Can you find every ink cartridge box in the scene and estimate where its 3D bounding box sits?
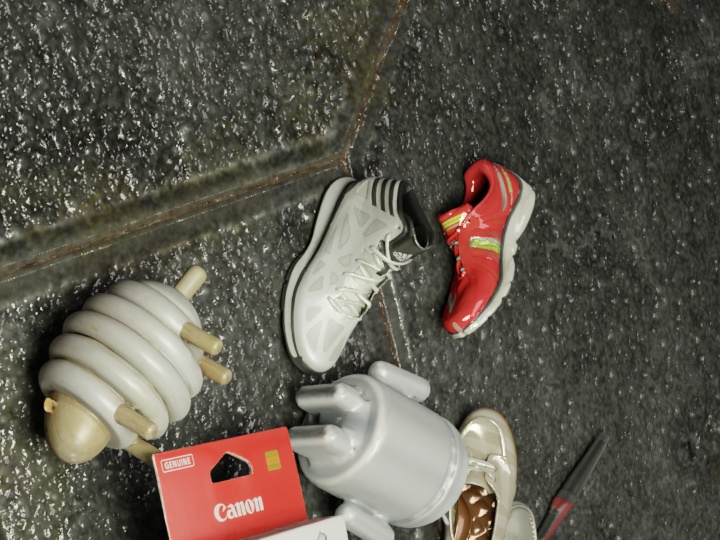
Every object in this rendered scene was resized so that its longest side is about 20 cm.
[{"bbox_3d":[-0.082,0.223,1.485,0.200,0.045,0.177,-5,84,-59],"label":"ink cartridge box"}]

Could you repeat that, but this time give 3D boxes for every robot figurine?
[{"bbox_3d":[0.022,0.169,1.676,0.200,0.113,0.170,33,66,-37],"label":"robot figurine"}]

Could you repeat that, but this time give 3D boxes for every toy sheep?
[{"bbox_3d":[-0.185,0.076,1.471,0.200,0.138,0.138,-51,120,-28],"label":"toy sheep"}]

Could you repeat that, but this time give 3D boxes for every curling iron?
[{"bbox_3d":[0.223,0.254,1.921,0.049,0.026,0.200,28,57,2],"label":"curling iron"}]

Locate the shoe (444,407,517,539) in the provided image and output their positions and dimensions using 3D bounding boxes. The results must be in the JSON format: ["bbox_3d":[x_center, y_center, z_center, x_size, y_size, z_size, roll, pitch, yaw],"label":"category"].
[{"bbox_3d":[0.119,0.235,1.788,0.070,0.053,0.201,6,82,2],"label":"shoe"}]

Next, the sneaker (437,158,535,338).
[{"bbox_3d":[0.108,-0.024,1.819,0.085,0.077,0.200,33,57,-25],"label":"sneaker"}]

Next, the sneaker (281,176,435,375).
[{"bbox_3d":[0.000,0.000,1.668,0.076,0.115,0.201,31,66,-38],"label":"sneaker"}]

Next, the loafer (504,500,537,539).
[{"bbox_3d":[0.158,0.332,1.819,0.070,0.070,0.201,5,82,-29],"label":"loafer"}]
